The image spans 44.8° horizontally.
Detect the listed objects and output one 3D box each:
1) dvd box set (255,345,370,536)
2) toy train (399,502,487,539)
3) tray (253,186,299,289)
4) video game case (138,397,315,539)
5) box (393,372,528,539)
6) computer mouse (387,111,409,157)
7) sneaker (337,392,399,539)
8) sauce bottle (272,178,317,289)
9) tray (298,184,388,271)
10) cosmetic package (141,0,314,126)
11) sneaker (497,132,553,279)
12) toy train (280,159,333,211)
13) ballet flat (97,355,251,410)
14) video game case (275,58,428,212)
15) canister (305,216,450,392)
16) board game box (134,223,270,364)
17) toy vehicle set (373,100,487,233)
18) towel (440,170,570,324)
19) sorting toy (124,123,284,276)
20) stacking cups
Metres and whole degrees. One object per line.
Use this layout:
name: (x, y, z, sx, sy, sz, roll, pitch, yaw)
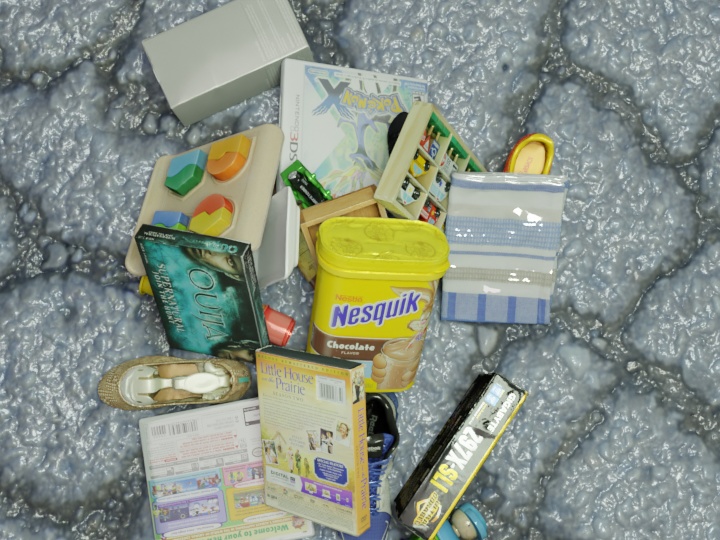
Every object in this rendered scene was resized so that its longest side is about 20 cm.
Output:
dvd box set: (-0.057, 0.195, 1.020, 0.146, 0.029, 0.200, 6, 104, 36)
toy train: (0.136, 0.391, 1.056, 0.116, 0.085, 0.200, -31, 82, -16)
tray: (-0.108, -0.031, 1.066, 0.022, 0.200, 0.108, 5, 81, -20)
video game case: (-0.170, 0.261, 1.107, 0.200, 0.022, 0.182, -10, 82, -1)
box: (0.114, 0.214, 1.036, 0.049, 0.160, 0.200, 34, 84, 6)
computer mouse: (0.058, -0.102, 1.117, 0.034, 0.059, 0.201, -3, 87, 34)
sneaker: (0.004, 0.234, 1.058, 0.080, 0.115, 0.200, 6, 82, 3)
sauce bottle: (-0.084, -0.069, 1.130, 0.066, 0.066, 0.200, -32, 80, -3)
tray: (0.000, 0.000, 1.070, 0.098, 0.037, 0.200, -20, 126, -2)
cosmetic package: (-0.172, -0.283, 1.153, 0.200, 0.090, 0.107, -23, 81, 1)
sneaker: (0.194, -0.080, 1.114, 0.073, 0.077, 0.200, 12, 92, 2)
toy train: (-0.028, -0.059, 1.082, 0.042, 0.056, 0.200, -39, 125, 6)
ballet flat: (-0.240, 0.140, 1.103, 0.200, 0.065, 0.071, -7, 85, 1)
video game case: (-0.008, -0.171, 1.128, 0.200, 0.022, 0.183, 4, 82, -20)
canister: (0.013, 0.045, 1.025, 0.148, 0.087, 0.200, 2, 125, -11)
board game box: (-0.183, 0.034, 1.050, 0.135, 0.200, 0.028, 9, 48, 14)
toy vehicle set: (0.091, -0.105, 1.066, 0.026, 0.200, 0.124, 18, 82, 31)
towel: (0.177, -0.026, 1.088, 0.147, 0.024, 0.200, 3, 109, 0)
sorting toy: (-0.197, -0.091, 1.081, 0.200, 0.036, 0.185, -9, 57, 30)
stacking cups: (-0.181, 0.042, 1.126, 0.200, 0.061, 0.061, 23, 83, -1)
